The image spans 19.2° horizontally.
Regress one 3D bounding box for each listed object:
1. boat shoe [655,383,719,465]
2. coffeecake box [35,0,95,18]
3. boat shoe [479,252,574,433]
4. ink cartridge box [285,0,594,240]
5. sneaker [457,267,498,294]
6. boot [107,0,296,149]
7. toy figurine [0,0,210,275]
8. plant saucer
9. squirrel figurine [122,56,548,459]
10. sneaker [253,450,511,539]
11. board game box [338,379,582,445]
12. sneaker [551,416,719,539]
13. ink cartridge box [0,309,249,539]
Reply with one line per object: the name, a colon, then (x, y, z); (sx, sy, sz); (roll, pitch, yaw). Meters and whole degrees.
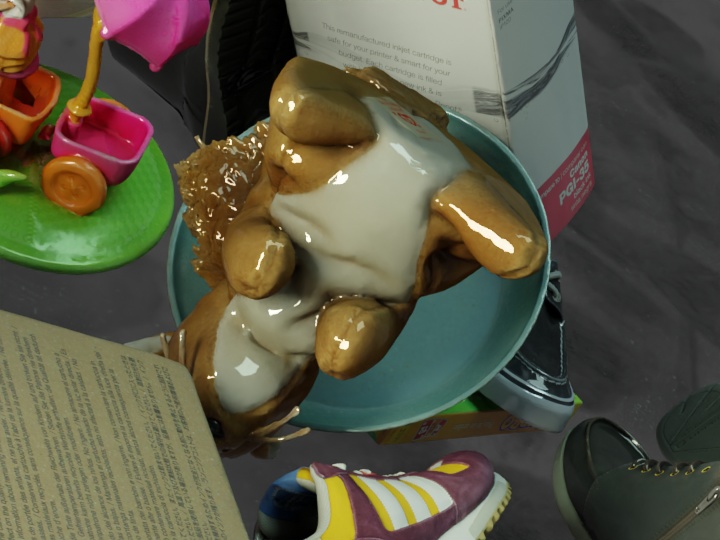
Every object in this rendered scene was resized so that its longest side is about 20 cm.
boat shoe: (0.221, 0.137, 1.223); (0.065, 0.074, 0.202); (51, 10, -21)
coffeecake box: (-0.189, -0.196, 1.108); (0.200, 0.154, 0.073); (-1, 69, 2)
boat shoe: (0.084, 0.013, 1.218); (0.072, 0.068, 0.200); (22, 24, -25)
ink cartridge box: (0.043, -0.119, 1.177); (0.146, 0.200, 0.083); (21, 50, 32)
sneaker: (-0.010, -0.010, 1.183); (0.075, 0.071, 0.200); (-22, 35, -37)
boot: (-0.099, -0.159, 1.240); (0.077, 0.200, 0.138); (-25, 55, -36)
toy figurine: (-0.154, -0.124, 1.048); (0.200, 0.184, 0.150); (28, 40, -5)
plant saucer: (0.000, 0.000, 1.109); (0.200, 0.200, 0.036); (46, -14, 26)
squirrel figurine: (-0.029, -0.001, 1.020); (0.141, 0.187, 0.200); (29, 17, -16)
sneaker: (0.004, 0.114, 0.974); (0.090, 0.075, 0.200); (41, 23, 2)
board game box: (0.036, 0.054, 1.190); (0.096, 0.030, 0.200); (46, 23, 29)
sneaker: (0.170, 0.123, 1.134); (0.075, 0.106, 0.200); (23, 26, -23)
ink cartridge box: (-0.129, 0.103, 0.821); (0.165, 0.075, 0.200); (18, 29, -31)
